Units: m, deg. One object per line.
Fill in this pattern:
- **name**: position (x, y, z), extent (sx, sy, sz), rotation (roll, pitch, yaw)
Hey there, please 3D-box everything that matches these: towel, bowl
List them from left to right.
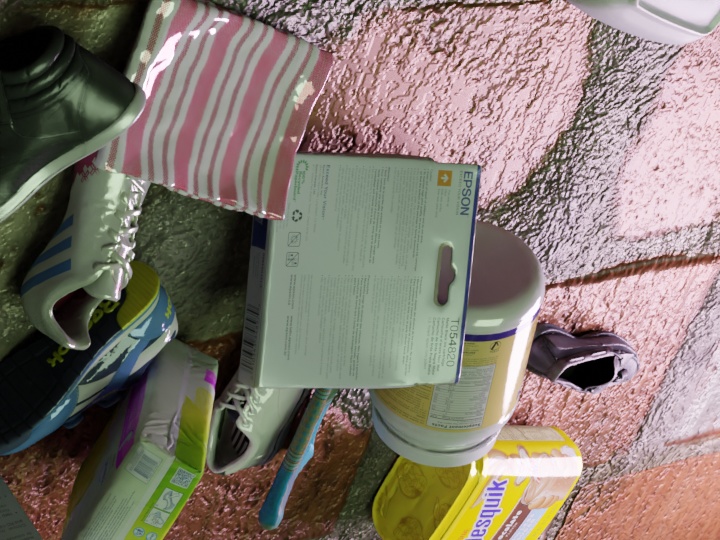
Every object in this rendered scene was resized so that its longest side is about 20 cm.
- **towel**: position (-0.106, -0.124, 1.508), extent (0.200, 0.030, 0.147), rotation (16, 92, -50)
- **towel**: position (-0.036, 0.125, 1.803), extent (0.147, 0.022, 0.200), rotation (-62, 177, -62)
- **bowl**: position (0.281, -0.284, 1.721), extent (0.200, 0.075, 0.200), rotation (13, 118, -48)

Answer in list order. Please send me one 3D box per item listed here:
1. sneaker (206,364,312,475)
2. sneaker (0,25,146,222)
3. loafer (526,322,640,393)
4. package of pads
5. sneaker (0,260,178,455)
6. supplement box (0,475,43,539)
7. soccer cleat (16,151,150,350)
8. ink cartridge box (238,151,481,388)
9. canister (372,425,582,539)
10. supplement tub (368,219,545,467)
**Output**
- **sneaker**: position (-0.088, 0.109, 1.756), extent (0.071, 0.073, 0.200), rotation (-31, 147, -44)
- **sneaker**: position (-0.259, -0.100, 1.405), extent (0.200, 0.071, 0.099), rotation (-34, 122, 13)
- **loafer**: position (0.235, 0.103, 2.074), extent (0.200, 0.063, 0.072), rotation (13, 117, -49)
- **package of pads**: position (-0.183, 0.163, 1.632), extent (0.068, 0.200, 0.155), rotation (29, 110, -11)
- **sneaker**: position (-0.226, 0.084, 1.608), extent (0.200, 0.074, 0.082), rotation (-40, 146, -2)
- **supplement box**: position (-0.310, 0.244, 1.577), extent (0.103, 0.200, 0.101), rotation (-14, 135, -34)
- **soccer cleat**: position (-0.192, -0.029, 1.513), extent (0.070, 0.086, 0.200), rotation (4, 123, -46)
- **ink cartridge box**: position (0.000, 0.000, 1.670), extent (0.200, 0.041, 0.200), rotation (2, 98, -30)
- **canister**: position (0.126, 0.226, 2.078), extent (0.200, 0.087, 0.149), rotation (6, 123, -48)
- **supplement tub**: position (0.083, 0.068, 1.825), extent (0.145, 0.145, 0.200), rotation (-19, 138, -29)
